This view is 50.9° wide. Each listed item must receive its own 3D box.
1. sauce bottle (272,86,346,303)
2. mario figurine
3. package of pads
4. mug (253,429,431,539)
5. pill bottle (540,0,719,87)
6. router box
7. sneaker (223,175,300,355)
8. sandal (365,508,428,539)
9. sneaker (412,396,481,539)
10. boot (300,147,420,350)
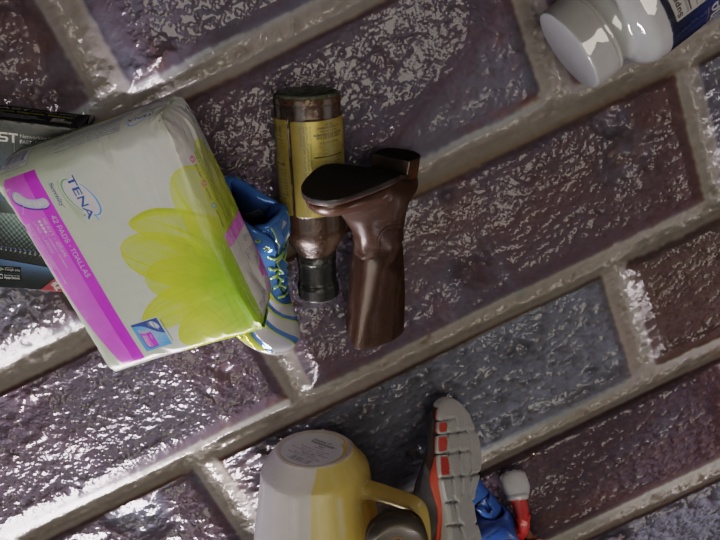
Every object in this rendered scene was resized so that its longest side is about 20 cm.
[{"bbox_3d":[-0.045,-0.067,0.707,0.064,0.065,0.201,-5,115,-9],"label":"sauce bottle"},{"bbox_3d":[0.161,0.314,0.919,0.123,0.106,0.200,-29,109,42],"label":"mario figurine"},{"bbox_3d":[-0.172,-0.025,0.614,0.154,0.068,0.200,-17,118,11],"label":"package of pads"},{"bbox_3d":[-0.029,0.257,0.812,0.186,0.149,0.154,-4,105,-8],"label":"mug"},{"bbox_3d":[0.263,-0.255,0.662,0.200,0.111,0.111,-37,115,6],"label":"pill bottle"},{"bbox_3d":[-0.336,-0.066,0.649,0.199,0.062,0.150,4,111,-13],"label":"router box"},{"bbox_3d":[-0.096,-0.003,0.696,0.105,0.076,0.200,-13,122,40],"label":"sneaker"},{"bbox_3d":[0.054,0.324,0.736,0.081,0.055,0.201,-14,111,-7],"label":"sandal"},{"bbox_3d":[0.080,0.239,0.826,0.077,0.201,0.082,22,150,-39],"label":"sneaker"},{"bbox_3d":[0.000,0.000,0.696,0.064,0.186,0.201,19,115,26],"label":"boot"}]
